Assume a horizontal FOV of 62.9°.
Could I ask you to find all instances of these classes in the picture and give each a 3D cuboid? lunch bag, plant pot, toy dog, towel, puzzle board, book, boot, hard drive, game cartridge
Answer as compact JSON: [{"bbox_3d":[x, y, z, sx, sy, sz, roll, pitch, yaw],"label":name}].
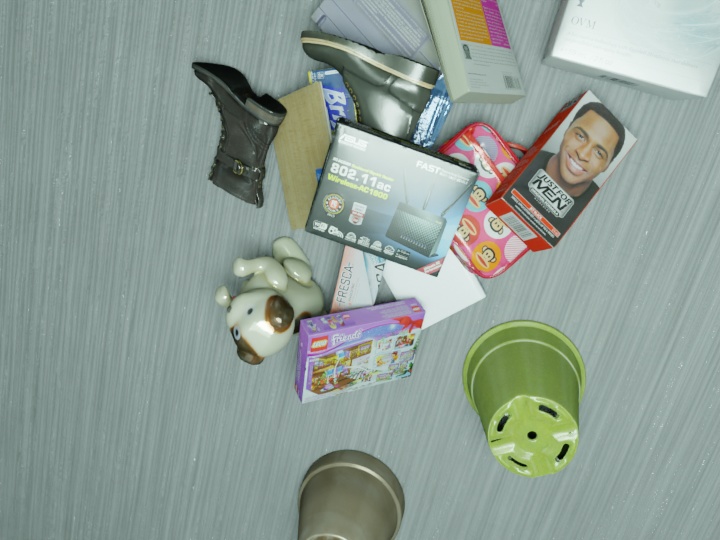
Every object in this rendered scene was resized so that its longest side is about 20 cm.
[{"bbox_3d":[0.184,-0.109,0.864,0.176,0.082,0.201,-40,96,2],"label":"lunch bag"},{"bbox_3d":[0.248,0.202,0.881,0.196,0.190,0.204,3,105,12],"label":"plant pot"},{"bbox_3d":[-0.140,0.066,0.920,0.139,0.200,0.194,-39,94,19],"label":"toy dog"},{"bbox_3d":[0.089,-0.274,0.862,0.110,0.049,0.202,26,108,5],"label":"towel"},{"bbox_3d":[-0.029,0.444,1.012,0.196,0.174,0.204,3,105,10],"label":"plant pot"},{"bbox_3d":[-0.081,-0.166,0.893,0.150,0.017,0.203,0,104,52],"label":"puzzle board"},{"bbox_3d":[0.146,-0.322,0.774,0.048,0.132,0.203,-19,84,49],"label":"book"},{"bbox_3d":[-0.211,-0.213,0.930,0.199,0.069,0.175,39,123,17],"label":"boot"},{"bbox_3d":[0.095,-0.018,0.940,0.131,0.025,0.202,-28,97,17],"label":"hard drive"},{"bbox_3d":[0.036,-0.334,0.828,0.129,0.038,0.201,-42,82,18],"label":"game cartridge"},{"bbox_3d":[-0.007,-0.236,0.808,0.198,0.077,0.140,25,112,18],"label":"boot"}]

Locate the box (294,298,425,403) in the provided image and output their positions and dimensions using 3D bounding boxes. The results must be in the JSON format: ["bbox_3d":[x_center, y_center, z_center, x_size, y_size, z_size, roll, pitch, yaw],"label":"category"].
[{"bbox_3d":[-0.001,0.123,0.915,0.197,0.039,0.139,-9,128,-25],"label":"box"}]

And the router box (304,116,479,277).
[{"bbox_3d":[0.040,-0.097,0.785,0.197,0.062,0.152,18,111,-4],"label":"router box"}]

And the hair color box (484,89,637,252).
[{"bbox_3d":[0.274,-0.134,0.806,0.101,0.061,0.201,41,80,-6],"label":"hair color box"}]

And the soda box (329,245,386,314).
[{"bbox_3d":[0.000,0.000,0.913,0.067,0.064,0.202,12,124,-2],"label":"soda box"}]

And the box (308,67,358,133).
[{"bbox_3d":[-0.028,-0.202,0.897,0.069,0.064,0.203,-3,105,12],"label":"box"}]

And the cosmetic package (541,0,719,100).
[{"bbox_3d":[0.363,-0.344,0.748,0.196,0.123,0.203,17,106,7],"label":"cosmetic package"}]
